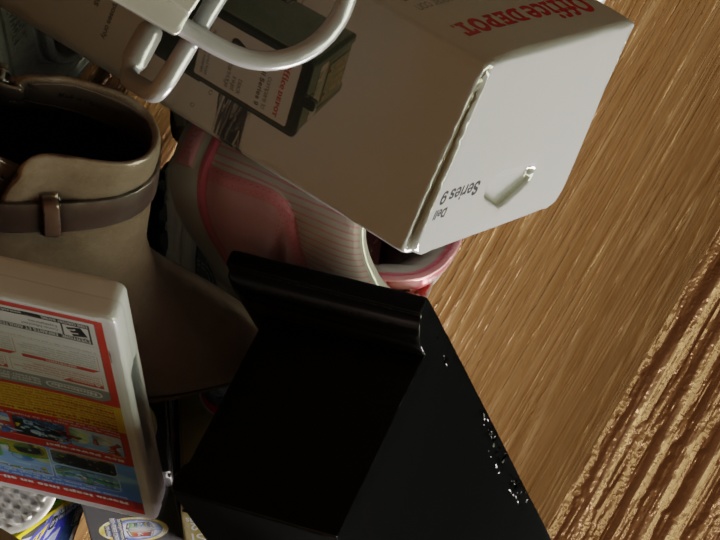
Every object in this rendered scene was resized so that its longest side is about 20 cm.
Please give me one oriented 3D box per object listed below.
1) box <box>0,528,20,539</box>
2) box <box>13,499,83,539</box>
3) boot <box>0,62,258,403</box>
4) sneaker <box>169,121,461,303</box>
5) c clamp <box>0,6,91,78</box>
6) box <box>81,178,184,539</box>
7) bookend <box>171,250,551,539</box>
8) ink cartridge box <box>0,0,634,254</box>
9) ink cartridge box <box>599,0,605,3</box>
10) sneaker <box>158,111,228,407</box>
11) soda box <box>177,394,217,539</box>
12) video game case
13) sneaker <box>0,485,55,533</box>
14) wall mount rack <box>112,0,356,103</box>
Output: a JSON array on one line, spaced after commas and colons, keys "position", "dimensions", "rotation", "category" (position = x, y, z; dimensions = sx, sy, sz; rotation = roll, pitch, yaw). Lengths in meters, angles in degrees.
[{"position": [-0.179, 0.139, 1.088], "dimensions": [0.095, 0.200, 0.078], "rotation": [-46, 160, -47], "category": "box"}, {"position": [-0.202, 0.140, 1.294], "dimensions": [0.200, 0.064, 0.070], "rotation": [-35, 150, -60], "category": "box"}, {"position": [-0.108, -0.015, 1.099], "dimensions": [0.146, 0.199, 0.070], "rotation": [129, -36, -51], "category": "boot"}, {"position": [0.000, 0.000, 1.194], "dimensions": [0.075, 0.104, 0.200], "rotation": [-66, 155, -18], "category": "sneaker"}, {"position": [-0.098, -0.158, 1.147], "dimensions": [0.171, 0.027, 0.200], "rotation": [-53, 164, -29], "category": "c clamp"}, {"position": [-0.105, 0.059, 1.344], "dimensions": [0.200, 0.044, 0.161], "rotation": [88, -2, -64], "category": "box"}, {"position": [-0.023, 0.135, 1.138], "dimensions": [0.200, 0.092, 0.199], "rotation": [-64, 150, -24], "category": "bookend"}, {"position": [-0.015, -0.100, 1.104], "dimensions": [0.146, 0.200, 0.084], "rotation": [-23, 141, -61], "category": "ink cartridge box"}, {"position": [0.062, -0.193, 1.370], "dimensions": [0.145, 0.084, 0.200], "rotation": [26, 91, -33], "category": "ink cartridge box"}, {"position": [-0.045, -0.039, 1.273], "dimensions": [0.078, 0.086, 0.201], "rotation": [75, 14, -77], "category": "sneaker"}, {"position": [-0.052, 0.054, 1.327], "dimensions": [0.068, 0.064, 0.200], "rotation": [86, 0, -46], "category": "soda box"}, {"position": [-0.152, 0.039, 1.112], "dimensions": [0.200, 0.143, 0.017], "rotation": [89, 15, -64], "category": "video game case"}, {"position": [-0.159, 0.011, 1.226], "dimensions": [0.082, 0.074, 0.200], "rotation": [-114, -150, -57], "category": "sneaker"}, {"position": [-0.080, -0.162, 0.982], "dimensions": [0.174, 0.200, 0.075], "rotation": [-59, -157, 3], "category": "wall mount rack"}]
